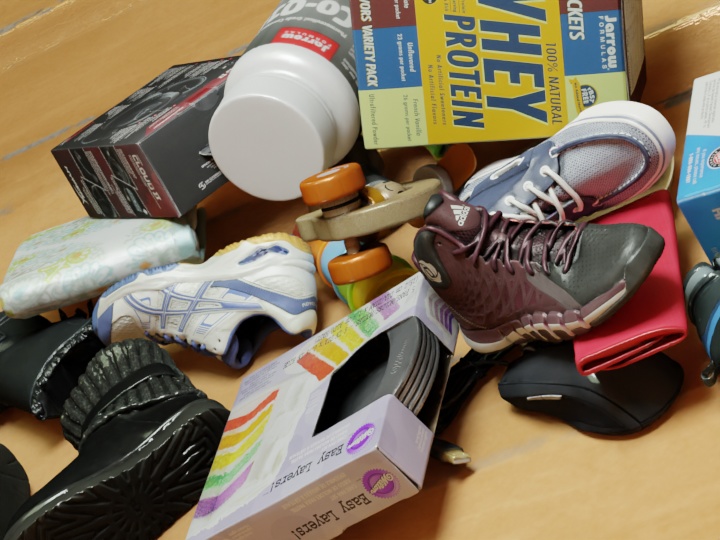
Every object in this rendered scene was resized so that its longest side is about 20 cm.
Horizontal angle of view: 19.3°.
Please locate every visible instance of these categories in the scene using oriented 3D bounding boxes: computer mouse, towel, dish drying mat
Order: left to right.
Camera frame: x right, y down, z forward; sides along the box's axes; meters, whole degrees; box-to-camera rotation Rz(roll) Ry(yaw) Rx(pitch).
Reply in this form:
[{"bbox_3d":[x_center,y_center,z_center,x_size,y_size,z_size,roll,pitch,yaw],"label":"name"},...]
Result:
[{"bbox_3d":[-0.217,-0.016,1.822,0.171,0.048,0.200,-21,13,2],"label":"towel"},{"bbox_3d":[0.111,0.078,1.407,0.140,0.046,0.200,-43,30,-18],"label":"computer mouse"},{"bbox_3d":[0.176,0.006,1.400,0.077,0.018,0.200,-25,21,16],"label":"dish drying mat"}]

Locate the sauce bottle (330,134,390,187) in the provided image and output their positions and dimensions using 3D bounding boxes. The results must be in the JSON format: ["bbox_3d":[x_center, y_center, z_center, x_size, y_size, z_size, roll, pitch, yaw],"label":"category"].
[{"bbox_3d":[-0.018,-0.089,1.772,0.065,0.065,0.200,-35,29,-2],"label":"sauce bottle"}]

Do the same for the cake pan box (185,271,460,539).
[{"bbox_3d":[-0.021,0.108,1.452,0.200,0.052,0.185,-31,28,35],"label":"cake pan box"}]

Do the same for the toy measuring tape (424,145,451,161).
[{"bbox_3d":[0.047,-0.116,1.736,0.073,0.074,0.200,-15,33,30],"label":"toy measuring tape"}]

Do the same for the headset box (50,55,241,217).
[{"bbox_3d":[-0.152,-0.114,1.804,0.149,0.077,0.200,-39,21,-26],"label":"headset box"}]

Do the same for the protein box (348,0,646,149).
[{"bbox_3d":[0.109,-0.181,1.591,0.198,0.136,0.200,-3,14,12],"label":"protein box"}]

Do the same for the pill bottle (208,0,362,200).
[{"bbox_3d":[-0.041,-0.150,1.685,0.114,0.114,0.200,-15,28,30],"label":"pill bottle"}]

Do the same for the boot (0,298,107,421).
[{"bbox_3d":[-0.293,0.100,1.759,0.198,0.074,0.162,-44,29,-27],"label":"boot"}]

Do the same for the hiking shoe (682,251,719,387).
[{"bbox_3d":[0.298,0.004,1.318,0.200,0.074,0.087,-34,35,21],"label":"hiking shoe"}]

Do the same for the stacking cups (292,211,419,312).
[{"bbox_3d":[0.000,0.000,1.639,0.060,0.061,0.200,-37,24,-5],"label":"stacking cups"}]

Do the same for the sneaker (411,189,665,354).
[{"bbox_3d":[0.097,-0.012,1.368,0.200,0.116,0.076,-25,26,53],"label":"sneaker"}]

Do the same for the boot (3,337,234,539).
[{"bbox_3d":[-0.200,0.144,1.584,0.211,0.080,0.158,-32,34,-20],"label":"boot"}]

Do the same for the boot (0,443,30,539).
[{"bbox_3d":[-0.343,0.226,1.619,0.153,0.074,0.204,-25,24,20],"label":"boot"}]

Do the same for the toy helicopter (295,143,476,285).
[{"bbox_3d":[0.011,-0.053,1.587,0.132,0.079,0.200,-22,9,-13],"label":"toy helicopter"}]

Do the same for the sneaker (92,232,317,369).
[{"bbox_3d":[-0.125,0.039,1.662,0.199,0.075,0.088,-19,71,26],"label":"sneaker"}]

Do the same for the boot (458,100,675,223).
[{"bbox_3d":[0.131,-0.047,1.476,0.200,0.073,0.090,-28,19,50],"label":"boot"}]

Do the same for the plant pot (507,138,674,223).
[{"bbox_3d":[0.146,-0.038,1.568,0.200,0.028,0.200,-25,29,15],"label":"plant pot"}]

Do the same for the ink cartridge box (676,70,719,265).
[{"bbox_3d":[0.321,-0.088,1.404,0.199,0.084,0.146,-16,33,27],"label":"ink cartridge box"}]
